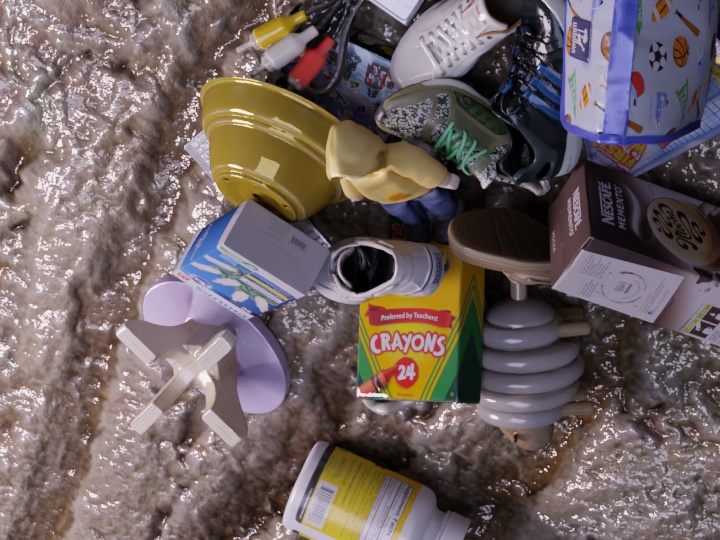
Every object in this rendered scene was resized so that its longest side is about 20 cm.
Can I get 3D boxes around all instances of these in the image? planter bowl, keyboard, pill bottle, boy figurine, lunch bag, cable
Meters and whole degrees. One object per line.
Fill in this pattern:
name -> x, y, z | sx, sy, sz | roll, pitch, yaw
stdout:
planter bowl -> -0.090, -0.105, 1.638 | 0.200, 0.084, 0.201 | 23, 160, 9
keyboard -> -0.108, -0.077, 1.763 | 0.056, 0.011, 0.200 | -35, 102, 31
pill bottle -> 0.020, 0.284, 1.855 | 0.199, 0.111, 0.112 | 24, 123, 6
boy figurine -> 0.034, -0.086, 1.565 | 0.124, 0.065, 0.200 | -3, 160, 29
lunch bag -> 0.239, -0.201, 1.394 | 0.123, 0.200, 0.171 | 8, 104, 18
cable -> -0.023, -0.248, 1.579 | 0.200, 0.050, 0.097 | -43, 89, 14

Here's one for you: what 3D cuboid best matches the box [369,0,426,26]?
box -> 0.055, -0.345, 1.504 | 0.116, 0.060, 0.200 | 35, 109, -2

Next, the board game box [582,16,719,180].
board game box -> 0.263, -0.177, 1.547 | 0.200, 0.062, 0.200 | 42, 122, -6

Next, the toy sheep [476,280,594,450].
toy sheep -> 0.175, 0.094, 1.692 | 0.137, 0.138, 0.201 | 0, 103, 20

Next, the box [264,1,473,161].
box -> -0.001, -0.171, 1.656 | 0.199, 0.040, 0.137 | 25, 123, 4

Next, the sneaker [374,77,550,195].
sneaker -> 0.110, -0.124, 1.572 | 0.199, 0.089, 0.077 | 12, 136, -18

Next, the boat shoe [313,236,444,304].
boat shoe -> 0.000, 0.000, 1.632 | 0.200, 0.066, 0.072 | 6, 90, 55

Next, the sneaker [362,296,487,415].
sneaker -> 0.068, 0.090, 1.746 | 0.081, 0.088, 0.200 | 33, 123, 0

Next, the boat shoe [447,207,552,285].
boat shoe -> 0.170, -0.012, 1.620 | 0.199, 0.071, 0.065 | 7, 137, -26

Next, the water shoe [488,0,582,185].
water shoe -> 0.161, -0.167, 1.494 | 0.079, 0.072, 0.201 | -22, 124, -18

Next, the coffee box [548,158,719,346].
coffee box -> 0.287, -0.016, 1.555 | 0.199, 0.113, 0.080 | 18, 134, -15

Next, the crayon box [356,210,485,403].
crayon box -> 0.063, 0.036, 1.671 | 0.127, 0.051, 0.201 | -2, 84, 35

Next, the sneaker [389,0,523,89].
sneaker -> 0.101, -0.237, 1.541 | 0.200, 0.085, 0.073 | -36, 88, 22

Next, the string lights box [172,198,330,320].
string lights box -> -0.119, -0.009, 1.704 | 0.103, 0.059, 0.200 | 32, 161, -14

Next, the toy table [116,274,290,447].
toy table -> -0.180, 0.106, 1.826 | 0.200, 0.117, 0.184 | 34, 123, 0
